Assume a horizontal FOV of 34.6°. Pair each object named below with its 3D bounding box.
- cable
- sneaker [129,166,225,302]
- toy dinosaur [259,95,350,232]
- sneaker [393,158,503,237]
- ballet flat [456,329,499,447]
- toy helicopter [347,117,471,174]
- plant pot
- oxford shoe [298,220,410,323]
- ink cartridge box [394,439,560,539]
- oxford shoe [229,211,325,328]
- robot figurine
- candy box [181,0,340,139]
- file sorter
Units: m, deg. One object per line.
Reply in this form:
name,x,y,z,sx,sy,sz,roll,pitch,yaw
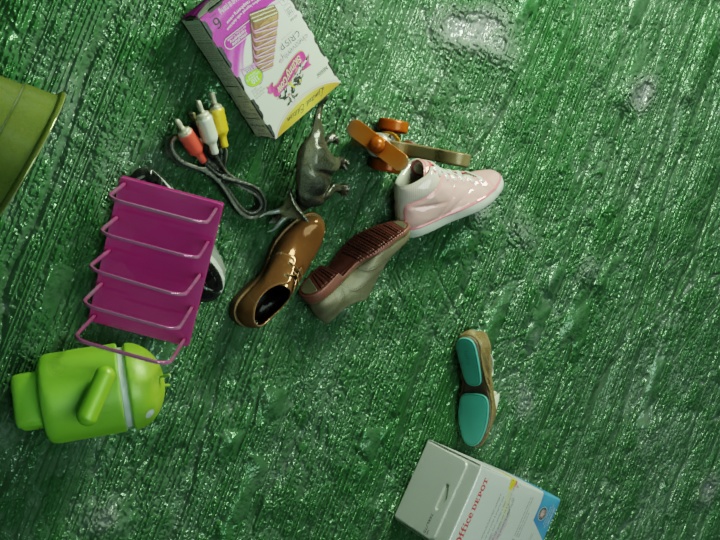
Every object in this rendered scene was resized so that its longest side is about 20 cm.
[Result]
cable,-0.196,-0.140,1.589,0.097,0.050,0.201,-41,119,-23
sneaker,-0.250,-0.051,1.568,0.074,0.079,0.201,-28,104,13
toy dinosaur,-0.062,-0.143,1.639,0.102,0.077,0.201,-25,139,-59
sneaker,0.135,-0.136,1.795,0.200,0.075,0.105,-27,119,-22
ballet flat,0.199,0.191,1.925,0.072,0.068,0.201,-22,109,-49
toy helicopter,0.068,-0.176,1.667,0.132,0.199,0.079,5,98,-52
plant pot,-0.474,-0.169,1.334,0.189,0.200,0.201,31,82,-21
oxford shoe,0.000,0.000,1.744,0.200,0.070,0.075,-36,122,-11
ink cartridge box,0.192,0.392,1.903,0.200,0.146,0.147,28,85,-35
oxford shoe,-0.105,0.004,1.670,0.071,0.071,0.200,41,75,-31
robot figurine,-0.345,0.157,1.495,0.199,0.175,0.116,-8,79,-11
candy box,-0.133,-0.301,1.591,0.136,0.061,0.200,-44,121,-19
file sorter,-0.271,0.002,1.475,0.138,0.125,0.201,15,103,-3
